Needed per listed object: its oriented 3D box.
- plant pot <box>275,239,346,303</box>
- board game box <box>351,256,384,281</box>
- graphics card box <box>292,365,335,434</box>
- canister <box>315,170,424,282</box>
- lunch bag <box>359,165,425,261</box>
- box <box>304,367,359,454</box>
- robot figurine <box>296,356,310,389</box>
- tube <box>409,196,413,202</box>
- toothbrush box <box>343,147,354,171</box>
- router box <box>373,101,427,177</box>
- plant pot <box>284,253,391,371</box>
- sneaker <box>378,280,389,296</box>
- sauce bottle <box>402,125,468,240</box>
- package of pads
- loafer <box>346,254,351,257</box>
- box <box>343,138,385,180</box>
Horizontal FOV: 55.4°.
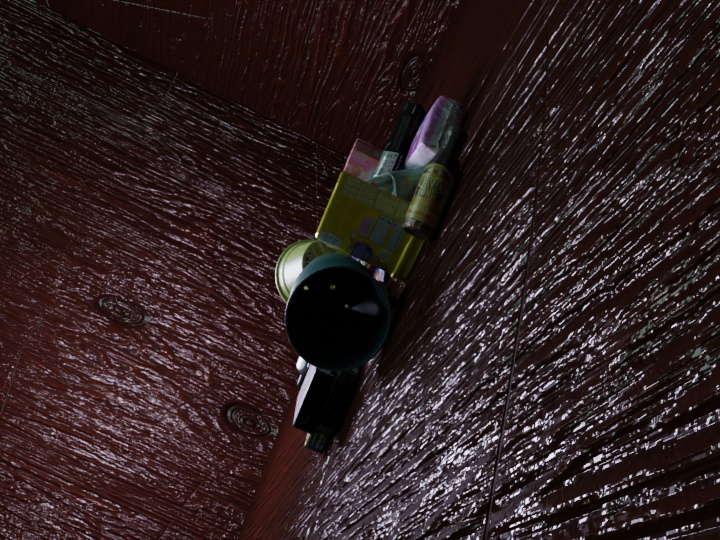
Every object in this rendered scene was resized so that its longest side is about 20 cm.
[{"bbox_3d":[-0.113,0.001,1.819,0.205,0.196,0.184,-67,13,-16],"label":"plant pot"},{"bbox_3d":[0.000,0.000,1.649,0.156,0.038,0.207,-6,76,58],"label":"board game box"},{"bbox_3d":[-0.096,0.252,1.457,0.200,0.050,0.128,-113,47,-82],"label":"graphics card box"},{"bbox_3d":[0.025,-0.087,1.333,0.087,0.195,0.151,-76,12,-65],"label":"canister"},{"bbox_3d":[0.058,-0.138,1.480,0.169,0.122,0.203,-19,-35,-55],"label":"lunch bag"},{"bbox_3d":[-0.057,0.271,1.505,0.160,0.048,0.204,-75,9,-73],"label":"box"},{"bbox_3d":[-0.077,0.202,1.639,0.205,0.122,0.150,-66,22,8],"label":"robot figurine"},{"bbox_3d":[0.122,-0.137,1.415,0.058,0.051,0.204,31,95,51],"label":"tube"},{"bbox_3d":[0.037,-0.230,1.919,0.086,0.195,0.149,-75,10,-71],"label":"toothbrush box"},{"bbox_3d":[0.117,-0.277,1.653,0.149,0.050,0.205,37,-108,-54],"label":"router box"},{"bbox_3d":[-0.048,0.058,1.323,0.189,0.195,0.204,-107,41,-70],"label":"plant pot"},{"bbox_3d":[0.004,0.051,1.472,0.200,0.111,0.078,-95,28,-77],"label":"sneaker"},{"bbox_3d":[0.136,-0.157,1.216,0.066,0.064,0.205,143,148,-81],"label":"sauce bottle"},{"bbox_3d":[0.161,-0.287,1.511,0.200,0.074,0.123,137,158,-79],"label":"package of pads"},{"bbox_3d":[0.036,-0.093,1.844,0.201,0.075,0.068,-49,-1,-17],"label":"loafer"},{"bbox_3d":[0.055,-0.247,1.784,0.103,0.196,0.096,-72,8,-62],"label":"box"}]
